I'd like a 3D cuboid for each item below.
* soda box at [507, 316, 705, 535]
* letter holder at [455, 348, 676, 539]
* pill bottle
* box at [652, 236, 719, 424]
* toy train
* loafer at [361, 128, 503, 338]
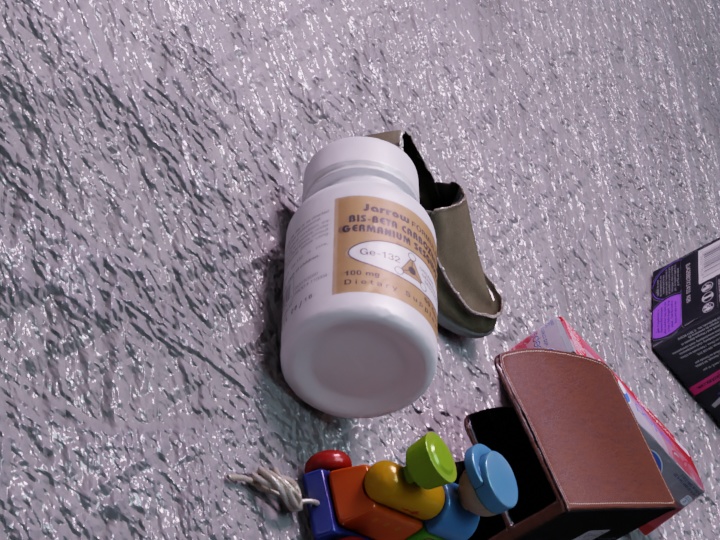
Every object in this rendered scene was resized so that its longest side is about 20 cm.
[{"bbox_3d":[0.203,0.131,2.193,0.200,0.070,0.064,46,15,-29],"label":"soda box"},{"bbox_3d":[0.140,0.145,2.044,0.200,0.100,0.143,7,56,-59],"label":"letter holder"},{"bbox_3d":[0.000,0.000,1.917,0.114,0.114,0.201,42,31,-33],"label":"pill bottle"},{"bbox_3d":[0.380,0.079,2.530,0.200,0.106,0.123,47,30,-27],"label":"box"},{"bbox_3d":[0.014,0.148,1.792,0.200,0.115,0.085,27,41,-49],"label":"toy train"},{"bbox_3d":[0.059,-0.031,2.104,0.200,0.069,0.075,52,27,-18],"label":"loafer"}]
